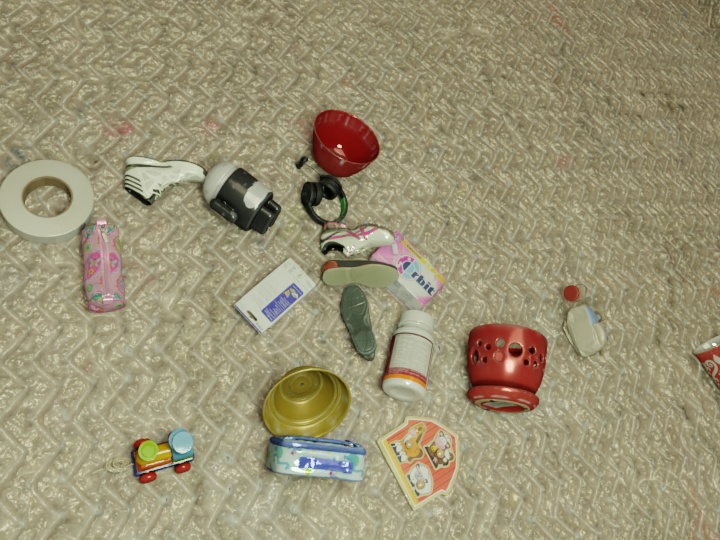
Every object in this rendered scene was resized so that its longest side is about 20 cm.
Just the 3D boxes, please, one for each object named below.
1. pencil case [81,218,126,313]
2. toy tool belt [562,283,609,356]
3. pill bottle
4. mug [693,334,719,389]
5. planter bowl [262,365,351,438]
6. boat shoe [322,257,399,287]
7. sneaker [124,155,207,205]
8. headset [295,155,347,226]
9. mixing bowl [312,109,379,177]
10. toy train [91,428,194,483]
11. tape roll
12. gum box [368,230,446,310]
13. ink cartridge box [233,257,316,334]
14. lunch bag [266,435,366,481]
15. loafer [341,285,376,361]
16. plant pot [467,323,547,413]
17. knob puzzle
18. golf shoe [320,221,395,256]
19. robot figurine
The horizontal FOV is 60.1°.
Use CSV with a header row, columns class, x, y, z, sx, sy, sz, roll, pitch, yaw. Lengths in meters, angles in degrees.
class,x,y,z,sx,sy,sz,roll,pitch,yaw
pencil case,-0.568,-0.009,1.373,0.086,0.088,0.204,-4,67,-23
toy tool belt,0.643,0.144,1.775,0.122,0.124,0.204,11,60,-52
pill bottle,0.123,0.207,1.524,0.108,0.110,0.203,21,58,-10
mug,1.133,0.295,1.873,0.175,0.134,0.202,-24,78,-27
planter bowl,-0.124,0.275,1.382,0.196,0.204,0.084,4,28,-20
boat shoe,0.000,0.000,1.580,0.195,0.072,0.063,-1,34,1
sneaker,-0.478,-0.208,1.525,0.196,0.076,0.118,4,72,-11
headset,-0.115,-0.212,1.676,0.122,0.093,0.203,-26,92,-34
mixing bowl,-0.055,-0.331,1.710,0.197,0.109,0.203,16,48,-19
toy train,-0.425,0.367,1.223,0.196,0.116,0.086,-9,68,-25
tape roll,-0.711,-0.159,1.418,0.199,0.037,0.207,9,62,-17
gum box,0.124,0.009,1.648,0.200,0.066,0.113,44,59,4
ink cartridge box,-0.208,0.065,1.507,0.100,0.039,0.200,46,56,4
lunch bag,-0.092,0.395,1.312,0.196,0.161,0.084,11,77,-16
loafer,-0.003,0.133,1.548,0.070,0.063,0.203,-15,54,1
plant pot,0.363,0.251,1.552,0.197,0.200,0.186,14,68,-14
knob puzzle,0.160,0.435,1.473,0.215,0.031,0.224,9,62,-17
golf shoe,-0.008,-0.072,1.608,0.196,0.073,0.094,2,63,16
robot figurine,-0.297,-0.178,1.544,0.199,0.150,0.126,36,87,-2
